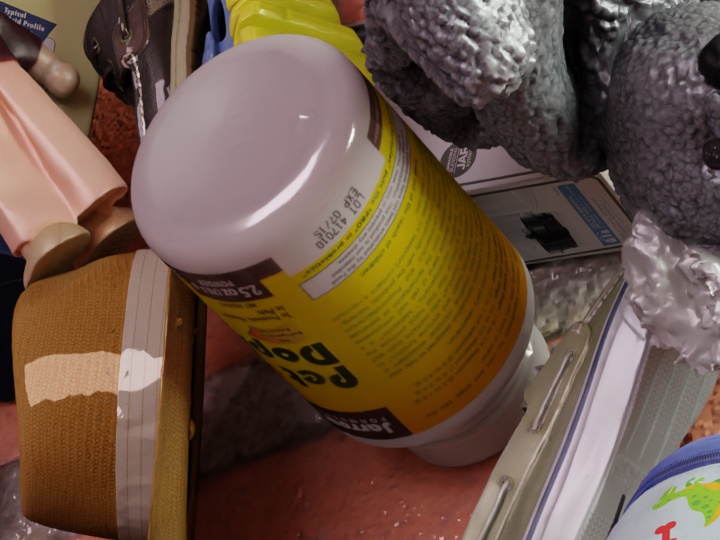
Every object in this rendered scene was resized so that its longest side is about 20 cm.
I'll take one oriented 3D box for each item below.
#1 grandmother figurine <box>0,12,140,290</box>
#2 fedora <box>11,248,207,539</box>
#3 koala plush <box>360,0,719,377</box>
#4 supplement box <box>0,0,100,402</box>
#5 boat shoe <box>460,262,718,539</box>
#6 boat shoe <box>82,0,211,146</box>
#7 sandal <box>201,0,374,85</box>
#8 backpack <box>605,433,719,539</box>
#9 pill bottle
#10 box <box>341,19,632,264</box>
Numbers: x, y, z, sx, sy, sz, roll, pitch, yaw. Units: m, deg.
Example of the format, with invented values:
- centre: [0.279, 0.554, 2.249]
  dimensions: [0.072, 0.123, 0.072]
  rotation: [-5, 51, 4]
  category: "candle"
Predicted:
- centre: [-0.175, -0.087, 1.261]
  dimensions: [0.061, 0.121, 0.200]
  rotation: [-43, 75, 26]
  category: "grandmother figurine"
- centre: [-0.109, 0.053, 1.187]
  dimensions: [0.081, 0.201, 0.202]
  rotation: [3, 54, -1]
  category: "fedora"
- centre: [0.120, -0.074, 1.070]
  dimensions: [0.200, 0.184, 0.177]
  rotation: [40, 72, 10]
  category: "koala plush"
- centre: [-0.237, -0.072, 1.349]
  dimensions: [0.134, 0.199, 0.201]
  rotation: [121, 160, -53]
  category: "supplement box"
- centre: [0.093, 0.057, 1.113]
  dimensions: [0.062, 0.072, 0.201]
  rotation: [15, 71, 33]
  category: "boat shoe"
- centre: [-0.099, -0.108, 1.311]
  dimensions: [0.064, 0.073, 0.201]
  rotation: [-8, 56, 9]
  category: "boat shoe"
- centre: [-0.047, -0.110, 1.263]
  dimensions: [0.201, 0.079, 0.087]
  rotation: [-94, 26, -52]
  category: "sandal"
- centre: [0.158, 0.148, 0.891]
  dimensions: [0.182, 0.201, 0.147]
  rotation: [2, 32, 24]
  category: "backpack"
- centre: [0.000, 0.000, 1.135]
  dimensions: [0.109, 0.200, 0.110]
  rotation: [-20, 48, 24]
  category: "pill bottle"
- centre: [0.043, -0.060, 1.250]
  dimensions: [0.199, 0.060, 0.117]
  rotation: [-8, 54, 34]
  category: "box"
